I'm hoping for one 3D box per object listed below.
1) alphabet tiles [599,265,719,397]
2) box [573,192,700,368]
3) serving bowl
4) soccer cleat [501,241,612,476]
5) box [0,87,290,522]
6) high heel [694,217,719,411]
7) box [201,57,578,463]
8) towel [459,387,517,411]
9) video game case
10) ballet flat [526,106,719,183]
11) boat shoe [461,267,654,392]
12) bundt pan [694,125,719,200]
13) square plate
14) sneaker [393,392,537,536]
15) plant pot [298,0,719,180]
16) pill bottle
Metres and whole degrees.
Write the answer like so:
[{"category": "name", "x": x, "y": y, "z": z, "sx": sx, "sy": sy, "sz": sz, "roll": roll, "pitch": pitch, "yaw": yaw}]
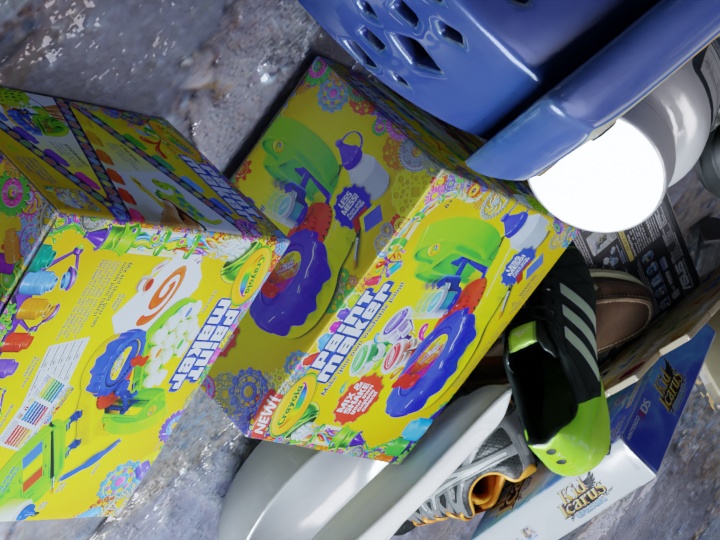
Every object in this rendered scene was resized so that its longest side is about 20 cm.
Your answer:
[{"category": "alphabet tiles", "x": 0.228, "y": 0.048, "z": 1.552, "sx": 0.200, "sy": 0.006, "sz": 0.166, "roll": -40, "pitch": -177, "yaw": -41}, {"category": "box", "x": 0.163, "y": -0.012, "z": 1.519, "sx": 0.161, "sy": 0.049, "sz": 0.201, "roll": -41, "pitch": 136, "yaw": -10}, {"category": "serving bowl", "x": -0.032, "y": 0.158, "z": 1.505, "sx": 0.199, "sy": 0.066, "sz": 0.201, "roll": -32, "pitch": 148, "yaw": -23}, {"category": "soccer cleat", "x": 0.123, "y": 0.039, "z": 1.361, "sx": 0.067, "sy": 0.202, "sz": 0.081, "roll": -23, "pitch": 149, "yaw": 22}, {"category": "box", "x": -0.177, "y": 0.022, "z": 1.091, "sx": 0.192, "sy": 0.122, "sz": 0.201, "roll": 7, "pitch": 120, "yaw": -55}, {"category": "high heel", "x": 0.303, "y": 0.073, "z": 1.743, "sx": 0.071, "sy": 0.201, "sz": 0.143, "roll": 3, "pitch": 138, "yaw": 4}, {"category": "box", "x": 0.000, "y": 0.000, "z": 1.282, "sx": 0.201, "sy": 0.122, "sz": 0.192, "roll": -53, "pitch": 149, "yaw": 12}, {"category": "towel", "x": 0.151, "y": 0.028, "z": 1.630, "sx": 0.200, "sy": 0.034, "sz": 0.192, "roll": -49, "pitch": 154, "yaw": 0}, {"category": "video game case", "x": 0.186, "y": 0.133, "z": 1.618, "sx": 0.181, "sy": 0.045, "sz": 0.200, "roll": -42, "pitch": -173, "yaw": 38}, {"category": "ballet flat", "x": 0.194, "y": -0.084, "z": 1.414, "sx": 0.199, "sy": 0.057, "sz": 0.067, "roll": -24, "pitch": 163, "yaw": -17}, {"category": "boat shoe", "x": 0.137, "y": 0.052, "z": 1.459, "sx": 0.201, "sy": 0.075, "sz": 0.075, "roll": -11, "pitch": 127, "yaw": -29}, {"category": "bundt pan", "x": 0.313, "y": -0.134, "z": 1.518, "sx": 0.203, "sy": 0.075, "sz": 0.202, "roll": -64, "pitch": -175, "yaw": 10}, {"category": "square plate", "x": 0.026, "y": 0.158, "z": 1.435, "sx": 0.200, "sy": 0.028, "sz": 0.198, "roll": -43, "pitch": 172, "yaw": -7}, {"category": "sneaker", "x": 0.070, "y": 0.169, "z": 1.616, "sx": 0.078, "sy": 0.078, "sz": 0.200, "roll": -21, "pitch": 161, "yaw": -38}, {"category": "plant pot", "x": 0.101, "y": -0.168, "z": 1.090, "sx": 0.200, "sy": 0.180, "sz": 0.200, "roll": -40, "pitch": -179, "yaw": -14}, {"category": "pill bottle", "x": 0.170, "y": -0.118, "z": 1.295, "sx": 0.200, "sy": 0.119, "sz": 0.120, "roll": -61, "pitch": 170, "yaw": -49}]
